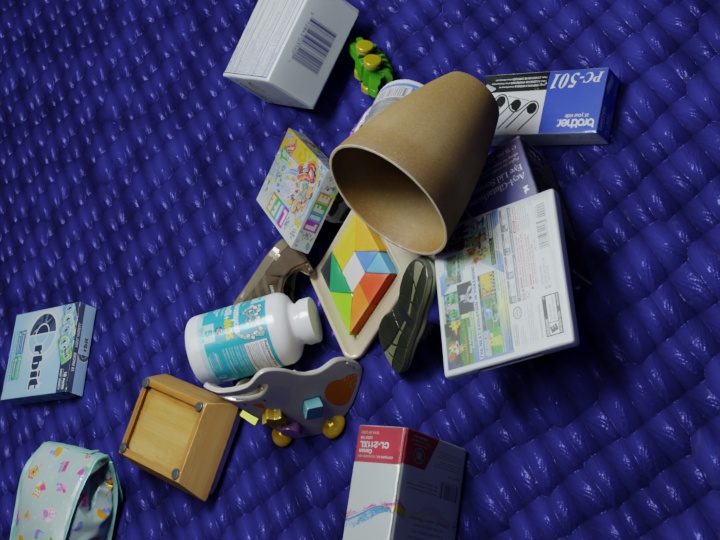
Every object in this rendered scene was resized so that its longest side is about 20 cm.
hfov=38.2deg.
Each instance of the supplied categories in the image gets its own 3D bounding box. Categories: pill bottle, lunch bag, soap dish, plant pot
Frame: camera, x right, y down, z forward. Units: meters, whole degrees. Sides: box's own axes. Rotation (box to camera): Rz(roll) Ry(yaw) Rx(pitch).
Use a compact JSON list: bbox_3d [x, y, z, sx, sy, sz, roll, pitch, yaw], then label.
[{"bbox_3d":[0.046,-0.174,1.510,0.112,0.114,0.202,-11,40,35],"label":"pill bottle"},{"bbox_3d":[-0.493,0.395,1.749,0.168,0.121,0.204,4,79,40],"label":"lunch bag"},{"bbox_3d":[-0.161,0.101,1.592,0.197,0.111,0.112,-16,60,10],"label":"pill bottle"},{"bbox_3d":[-0.295,0.261,1.671,0.198,0.081,0.160,13,80,42],"label":"soap dish"},{"bbox_3d":[0.090,-0.157,1.351,0.185,0.188,0.201,18,58,41],"label":"plant pot"}]

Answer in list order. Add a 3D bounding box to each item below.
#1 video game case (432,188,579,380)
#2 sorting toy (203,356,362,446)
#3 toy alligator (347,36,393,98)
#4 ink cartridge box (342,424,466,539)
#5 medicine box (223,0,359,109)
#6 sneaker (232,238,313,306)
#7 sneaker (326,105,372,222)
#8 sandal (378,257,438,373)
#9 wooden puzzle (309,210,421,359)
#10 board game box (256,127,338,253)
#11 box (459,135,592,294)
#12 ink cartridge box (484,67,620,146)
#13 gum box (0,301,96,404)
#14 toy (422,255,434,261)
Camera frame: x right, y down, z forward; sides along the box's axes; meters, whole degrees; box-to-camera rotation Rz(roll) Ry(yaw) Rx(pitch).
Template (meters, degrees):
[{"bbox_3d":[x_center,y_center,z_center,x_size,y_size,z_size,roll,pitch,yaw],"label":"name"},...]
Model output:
[{"bbox_3d":[0.176,0.019,1.295,0.180,0.022,0.204,-19,62,32],"label":"video game case"},{"bbox_3d":[-0.127,0.179,1.504,0.197,0.179,0.109,-16,62,33],"label":"sorting toy"},{"bbox_3d":[0.015,-0.349,1.702,0.053,0.060,0.202,-9,46,-14],"label":"toy alligator"},{"bbox_3d":[0.054,0.313,1.325,0.082,0.145,0.204,-3,69,38],"label":"ink cartridge box"},{"bbox_3d":[-0.121,-0.383,1.755,0.199,0.102,0.185,22,86,59],"label":"medicine box"},{"bbox_3d":[-0.148,0.048,1.650,0.075,0.070,0.201,38,116,8],"label":"sneaker"},{"bbox_3d":[-0.019,-0.177,1.637,0.083,0.080,0.202,35,95,47],"label":"sneaker"},{"bbox_3d":[0.078,0.067,1.431,0.080,0.056,0.203,61,144,35],"label":"sandal"},{"bbox_3d":[0.000,0.000,1.542,0.201,0.037,0.187,-53,46,31],"label":"wooden puzzle"},{"bbox_3d":[-0.099,-0.130,1.656,0.136,0.034,0.200,-64,30,14],"label":"board game box"},{"bbox_3d":[0.201,-0.047,1.386,0.147,0.104,0.203,-30,55,25],"label":"box"},{"bbox_3d":[0.258,-0.227,1.455,0.198,0.044,0.096,4,76,40],"label":"ink cartridge box"},{"bbox_3d":[-0.594,0.160,1.978,0.197,0.044,0.173,-11,65,36],"label":"gum box"},{"bbox_3d":[0.099,-0.097,1.526,0.114,0.047,0.203,26,90,41],"label":"toy"}]
